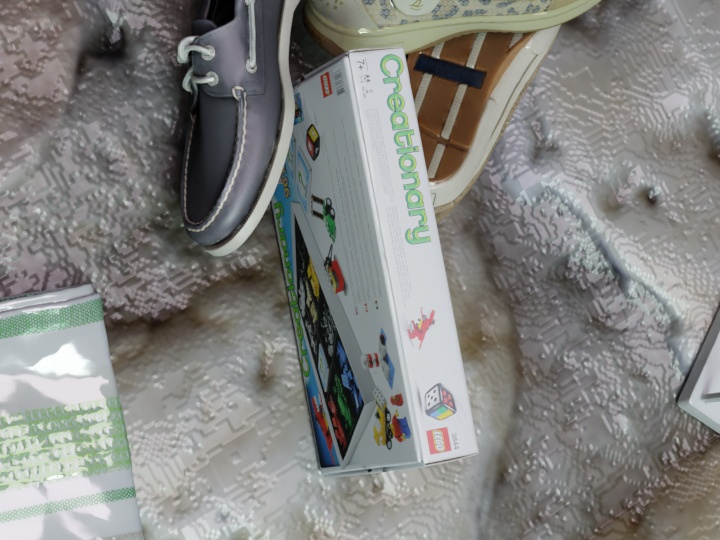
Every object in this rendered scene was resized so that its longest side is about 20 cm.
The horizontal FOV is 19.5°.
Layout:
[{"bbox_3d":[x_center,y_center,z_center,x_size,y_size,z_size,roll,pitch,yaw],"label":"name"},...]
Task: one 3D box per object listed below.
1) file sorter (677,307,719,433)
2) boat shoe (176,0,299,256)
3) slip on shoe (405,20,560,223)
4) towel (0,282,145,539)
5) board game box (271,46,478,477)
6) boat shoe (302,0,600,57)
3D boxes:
[{"bbox_3d":[0.312,0.063,1.178,0.200,0.124,0.139,33,71,-17],"label":"file sorter"},{"bbox_3d":[-0.073,-0.108,1.053,0.063,0.073,0.201,19,72,-37],"label":"boat shoe"},{"bbox_3d":[0.056,-0.100,1.127,0.076,0.061,0.200,18,55,8],"label":"slip on shoe"},{"bbox_3d":[-0.176,0.114,1.006,0.149,0.031,0.201,-10,87,-24],"label":"towel"},{"bbox_3d":[0.000,0.000,1.047,0.034,0.126,0.201,-9,87,-24],"label":"board game box"},{"bbox_3d":[0.065,-0.165,1.096,0.199,0.063,0.073,-22,55,-24],"label":"boat shoe"}]
